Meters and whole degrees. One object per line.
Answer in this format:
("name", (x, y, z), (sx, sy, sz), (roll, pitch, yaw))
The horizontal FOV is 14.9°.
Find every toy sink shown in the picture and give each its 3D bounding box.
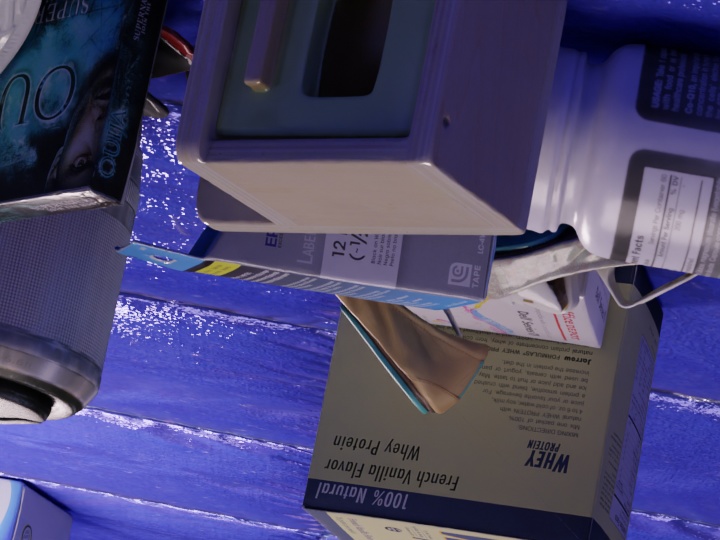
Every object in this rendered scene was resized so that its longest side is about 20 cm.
("toy sink", (-0.016, -0.097, 1.373), (0.200, 0.131, 0.112), (2, 163, 33))

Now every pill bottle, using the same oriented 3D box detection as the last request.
("pill bottle", (0.175, -0.055, 1.418), (0.200, 0.114, 0.114), (10, 165, 4))

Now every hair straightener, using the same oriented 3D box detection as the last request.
("hair straightener", (-0.154, -0.098, 1.542), (0.041, 0.077, 0.200), (40, 166, -25))

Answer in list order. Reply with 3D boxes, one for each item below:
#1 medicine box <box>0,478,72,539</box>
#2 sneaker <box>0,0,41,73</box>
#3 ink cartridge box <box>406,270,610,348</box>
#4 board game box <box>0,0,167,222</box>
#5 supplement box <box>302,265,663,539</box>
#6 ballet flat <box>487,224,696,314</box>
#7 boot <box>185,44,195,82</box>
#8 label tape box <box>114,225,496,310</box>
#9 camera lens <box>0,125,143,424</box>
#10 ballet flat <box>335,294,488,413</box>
("medicine box", (-0.466, 0.303, 3.234), (0.200, 0.103, 0.182), (6, 165, 15))
("sneaker", (-0.269, -0.141, 1.495), (0.081, 0.147, 0.200), (-11, 144, -54))
("ink cartridge box", (0.097, -0.003, 1.755), (0.200, 0.067, 0.117), (7, 164, 14))
("board game box", (-0.183, -0.093, 1.493), (0.028, 0.136, 0.200), (22, 161, -38))
("supplement box", (0.087, 0.094, 1.864), (0.200, 0.200, 0.134), (6, 164, 17))
("ballet flat", (0.134, -0.003, 1.642), (0.200, 0.062, 0.067), (-13, -174, 26))
("boot", (-0.030, -0.086, 1.605), (0.188, 0.069, 0.200), (9, 175, -16))
("label tape box", (-0.033, -0.023, 1.567), (0.200, 0.066, 0.143), (11, 176, -8))
("camera lens", (-0.224, -0.014, 1.689), (0.160, 0.200, 0.160), (10, 165, 3))
("ballet flat", (0.000, 0.000, 1.685), (0.200, 0.063, 0.069), (47, -176, 7))
